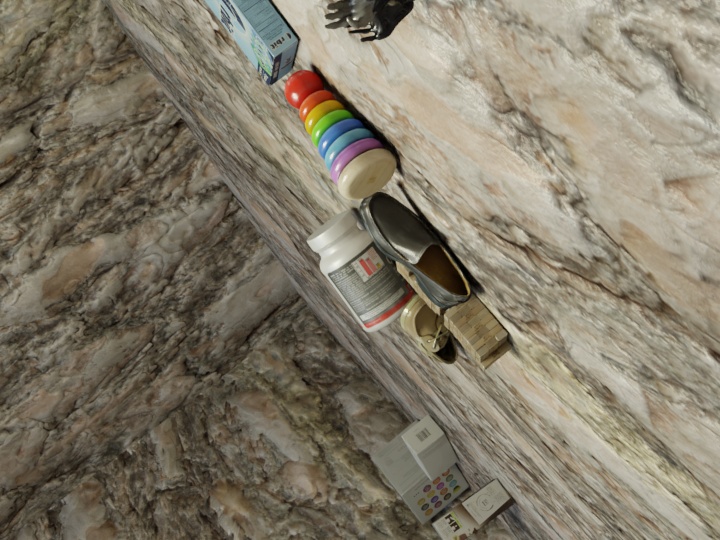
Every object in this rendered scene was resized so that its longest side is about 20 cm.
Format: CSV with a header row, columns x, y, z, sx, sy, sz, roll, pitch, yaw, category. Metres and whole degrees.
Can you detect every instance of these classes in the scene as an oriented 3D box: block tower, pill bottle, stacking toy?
x,y,z,sx,sy,sz,roll,pitch,yaw,category
0.133,0.047,1.485,0.200,0.054,0.058,50,173,18,block tower
0.000,0.000,1.838,0.200,0.116,0.116,54,172,-10,pill bottle
-0.037,-0.191,1.368,0.200,0.085,0.085,56,174,24,stacking toy

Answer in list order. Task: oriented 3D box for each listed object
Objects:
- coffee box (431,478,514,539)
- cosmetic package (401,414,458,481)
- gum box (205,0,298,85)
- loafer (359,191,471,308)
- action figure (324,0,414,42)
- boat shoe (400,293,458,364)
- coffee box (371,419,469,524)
x,y,z,sx,sy,sz,roll,pitch,yaw,category
0.287,0.622,2.643,0.080,0.200,0.113,54,174,13,coffee box
0.206,0.523,3.037,0.085,0.108,0.200,47,169,36,cosmetic package
-0.167,-0.365,1.433,0.200,0.045,0.170,54,172,-2,gum box
0.081,-0.033,1.410,0.200,0.073,0.072,44,165,-10,loafer
-0.006,-0.246,0.807,0.119,0.102,0.200,63,176,10,action figure
0.124,0.103,1.762,0.065,0.072,0.200,38,168,31,boat shoe
0.193,0.651,3.339,0.200,0.200,0.198,44,169,48,coffee box
